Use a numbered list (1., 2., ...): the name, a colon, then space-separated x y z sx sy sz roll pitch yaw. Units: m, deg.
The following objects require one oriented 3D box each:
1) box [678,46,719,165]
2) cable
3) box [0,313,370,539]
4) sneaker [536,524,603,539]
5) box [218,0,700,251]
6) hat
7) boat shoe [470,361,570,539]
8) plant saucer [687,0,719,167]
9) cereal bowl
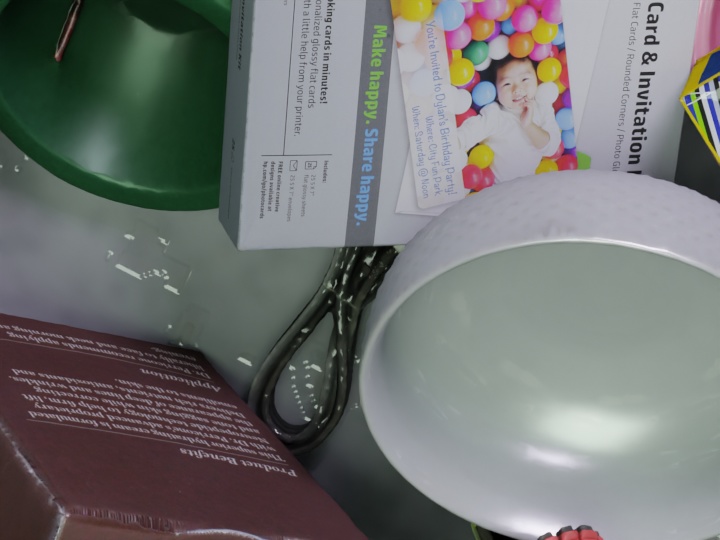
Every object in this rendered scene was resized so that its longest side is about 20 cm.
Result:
1. box: 0.217 -0.014 1.147 0.064 0.070 0.200 -31 99 21
2. cable: 0.000 0.000 1.246 0.097 0.050 0.200 40 105 -7
3. box: -0.126 0.137 1.196 0.165 0.200 0.165 13 109 -34
4. sneaker: 0.039 0.184 1.127 0.199 0.078 0.082 -28 69 -18
5. box: 0.043 -0.088 1.153 0.199 0.041 0.157 -2 115 -17
6. hat: -0.082 -0.155 1.238 0.165 0.177 0.200 16 144 2
7. boat shoe: 0.088 0.122 1.261 0.072 0.060 0.202 -18 101 12
8. plant saucer: 0.242 -0.104 1.183 0.200 0.051 0.201 2 105 9
9. cereal bowl: 0.101 0.028 1.146 0.199 0.084 0.201 7 138 6
